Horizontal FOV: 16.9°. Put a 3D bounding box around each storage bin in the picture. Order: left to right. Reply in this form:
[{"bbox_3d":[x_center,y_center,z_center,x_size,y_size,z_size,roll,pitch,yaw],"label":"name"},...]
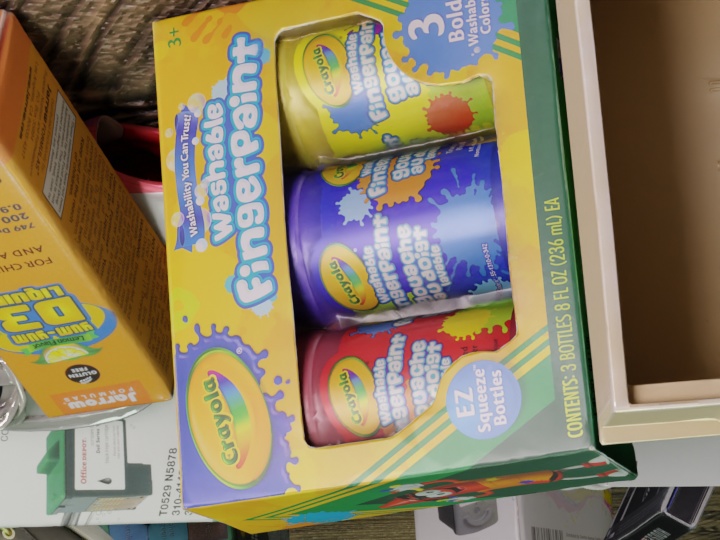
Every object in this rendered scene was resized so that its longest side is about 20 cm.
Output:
[{"bbox_3d":[0.171,-0.050,0.849,0.197,0.202,0.094,-4,167,-2],"label":"storage bin"}]

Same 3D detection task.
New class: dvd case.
[{"bbox_3d":[0.194,0.058,1.313,0.025,0.201,0.150,27,164,1],"label":"dvd case"}]

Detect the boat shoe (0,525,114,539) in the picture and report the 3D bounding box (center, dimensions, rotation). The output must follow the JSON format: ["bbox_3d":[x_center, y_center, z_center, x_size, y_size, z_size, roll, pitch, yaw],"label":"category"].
[{"bbox_3d":[-0.214,0.134,1.273,0.201,0.061,0.072,33,127,-21],"label":"boat shoe"}]

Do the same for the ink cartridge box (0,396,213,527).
[{"bbox_3d":[-0.127,0.048,1.211,0.198,0.147,0.084,-1,-154,-20],"label":"ink cartridge box"}]

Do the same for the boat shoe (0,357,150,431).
[{"bbox_3d":[-0.178,0.044,1.103,0.198,0.072,0.066,11,-160,-23],"label":"boat shoe"}]

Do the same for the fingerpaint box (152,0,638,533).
[{"bbox_3d":[0.011,-0.011,0.947,0.165,0.202,0.073,-9,164,18],"label":"fingerpaint box"}]

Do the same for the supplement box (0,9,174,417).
[{"bbox_3d":[-0.137,-0.018,1.010,0.066,0.069,0.200,-9,145,16],"label":"supplement box"}]

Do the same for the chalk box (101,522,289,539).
[{"bbox_3d":[-0.134,0.149,1.669,0.123,0.126,0.200,-8,164,12],"label":"chalk box"}]

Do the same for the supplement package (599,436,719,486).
[{"bbox_3d":[0.120,0.034,1.201,0.109,0.115,0.200,2,-173,-26],"label":"supplement package"}]

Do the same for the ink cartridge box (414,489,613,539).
[{"bbox_3d":[0.102,0.150,1.596,0.085,0.202,0.147,-12,164,29],"label":"ink cartridge box"}]

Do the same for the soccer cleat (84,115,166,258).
[{"bbox_3d":[-0.143,-0.039,1.096,0.198,0.067,0.077,2,129,8],"label":"soccer cleat"}]

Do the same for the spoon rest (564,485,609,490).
[{"bbox_3d":[0.094,0.060,1.377,0.099,0.061,0.200,-6,134,42],"label":"spoon rest"}]
